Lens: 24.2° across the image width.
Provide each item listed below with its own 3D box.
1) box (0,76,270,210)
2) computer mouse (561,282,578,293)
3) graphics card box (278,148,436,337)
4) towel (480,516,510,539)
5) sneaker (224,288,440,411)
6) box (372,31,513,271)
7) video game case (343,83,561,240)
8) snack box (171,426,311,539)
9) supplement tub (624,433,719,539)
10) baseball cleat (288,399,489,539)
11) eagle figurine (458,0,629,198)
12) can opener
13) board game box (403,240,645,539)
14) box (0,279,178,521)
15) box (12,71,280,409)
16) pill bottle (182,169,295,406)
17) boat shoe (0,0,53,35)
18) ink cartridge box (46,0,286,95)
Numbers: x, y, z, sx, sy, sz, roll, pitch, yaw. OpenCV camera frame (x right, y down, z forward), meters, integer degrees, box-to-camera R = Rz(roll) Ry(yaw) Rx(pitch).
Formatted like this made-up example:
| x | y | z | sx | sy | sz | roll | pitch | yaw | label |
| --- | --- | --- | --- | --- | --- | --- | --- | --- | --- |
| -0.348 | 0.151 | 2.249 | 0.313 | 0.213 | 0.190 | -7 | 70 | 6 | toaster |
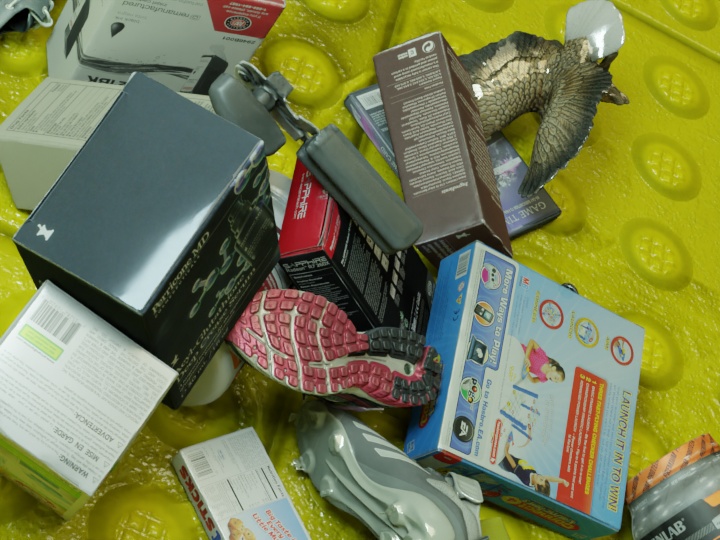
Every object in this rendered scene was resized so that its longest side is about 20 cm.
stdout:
| x | y | z | sx | sy | sz | roll | pitch | yaw | label |
| --- | --- | --- | --- | --- | --- | --- | --- | --- | --- |
| -0.185 | -0.093 | 1.359 | 0.200 | 0.078 | 0.095 | 10 | 43 | 23 | box |
| 0.131 | 0.075 | 1.516 | 0.200 | 0.044 | 0.110 | -7 | 77 | -36 | computer mouse |
| 0.000 | 0.000 | 1.415 | 0.200 | 0.051 | 0.126 | 55 | 33 | -41 | graphics card box |
| 0.115 | 0.290 | 1.318 | 0.086 | 0.018 | 0.200 | -1 | 57 | -37 | towel |
| -0.030 | 0.074 | 1.328 | 0.200 | 0.075 | 0.081 | 23 | 62 | -37 | sneaker |
| 0.076 | -0.105 | 1.541 | 0.100 | 0.075 | 0.200 | 43 | 30 | -61 | box |
| 0.092 | -0.111 | 1.645 | 0.143 | 0.019 | 0.200 | -24 | 73 | -39 | video game case |
| -0.072 | 0.220 | 1.305 | 0.072 | 0.024 | 0.200 | -15 | 66 | -37 | snack box |
| 0.317 | 0.249 | 1.448 | 0.122 | 0.123 | 0.200 | -19 | 68 | -38 | supplement tub |
| 0.027 | 0.170 | 1.341 | 0.106 | 0.070 | 0.200 | 0 | 32 | -37 | baseball cleat |
| 0.180 | -0.165 | 1.642 | 0.200 | 0.152 | 0.151 | -27 | 94 | -45 | eagle figurine |
| -0.036 | -0.085 | 1.313 | 0.200 | 0.053 | 0.066 | 44 | 77 | -9 | can opener |
| 0.145 | 0.106 | 1.450 | 0.196 | 0.056 | 0.200 | 27 | 59 | -24 | board game box |
| -0.212 | 0.097 | 1.180 | 0.112 | 0.200 | 0.101 | 36 | 71 | -5 | box |
| -0.143 | -0.016 | 1.179 | 0.107 | 0.200 | 0.149 | 29 | 71 | 13 | box |
| -0.115 | 0.007 | 1.374 | 0.113 | 0.113 | 0.200 | 36 | 46 | -3 | pill bottle |
| -0.302 | -0.225 | 1.463 | 0.062 | 0.073 | 0.200 | 49 | 53 | 4 | boat shoe |
| -0.171 | -0.210 | 1.440 | 0.144 | 0.200 | 0.084 | 7 | 58 | -26 | ink cartridge box |
